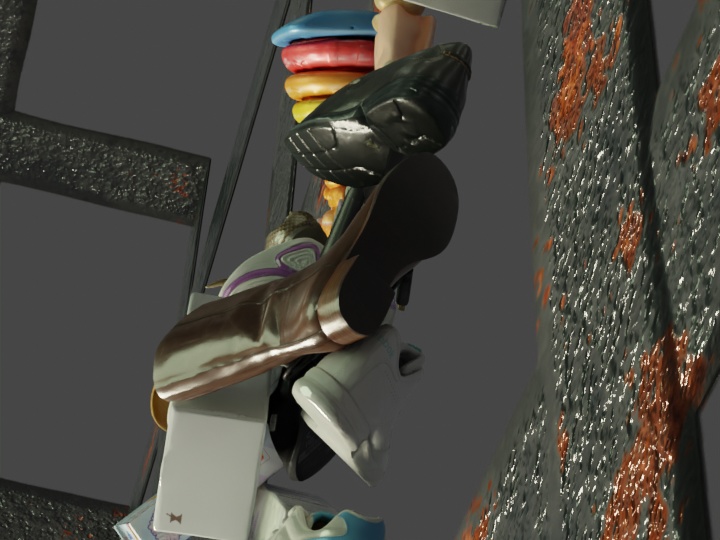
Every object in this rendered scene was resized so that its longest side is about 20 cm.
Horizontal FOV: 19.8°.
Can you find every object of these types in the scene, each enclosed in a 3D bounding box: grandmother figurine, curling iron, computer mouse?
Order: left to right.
[{"bbox_3d":[-0.030,0.029,1.589,0.049,0.025,0.202,29,101,59],"label":"curling iron"},{"bbox_3d":[-0.019,0.062,1.508,0.140,0.046,0.201,-44,-23,-24],"label":"computer mouse"},{"bbox_3d":[0.024,-0.123,1.632,0.122,0.060,0.202,76,-162,-64],"label":"grandmother figurine"}]

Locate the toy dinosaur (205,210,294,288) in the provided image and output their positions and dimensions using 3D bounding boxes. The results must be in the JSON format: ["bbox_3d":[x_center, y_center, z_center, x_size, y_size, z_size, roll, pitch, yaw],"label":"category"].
[{"bbox_3d":[-0.063,0.003,1.891,0.102,0.058,0.200,-61,-20,3],"label":"toy dinosaur"}]

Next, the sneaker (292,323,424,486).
[{"bbox_3d":[0.009,0.087,1.408,0.089,0.075,0.200,-46,-11,-10],"label":"sneaker"}]

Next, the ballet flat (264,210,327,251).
[{"bbox_3d":[-0.078,0.037,1.750,0.046,0.067,0.202,45,127,43],"label":"ballet flat"}]

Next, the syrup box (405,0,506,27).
[{"bbox_3d":[0.060,-0.240,1.468,0.200,0.081,0.079,-101,28,-71],"label":"syrup box"}]

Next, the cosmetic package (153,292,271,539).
[{"bbox_3d":[-0.105,0.104,1.522,0.200,0.070,0.102,-89,9,-67],"label":"cosmetic package"}]

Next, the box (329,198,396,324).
[{"bbox_3d":[0.000,0.000,1.645,0.200,0.041,0.039,-95,20,-67],"label":"box"}]

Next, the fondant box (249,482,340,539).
[{"bbox_3d":[-0.060,0.250,1.606,0.200,0.058,0.146,177,107,-83],"label":"fondant box"}]

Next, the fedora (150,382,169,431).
[{"bbox_3d":[-0.094,0.096,1.855,0.082,0.199,0.202,50,141,27],"label":"fedora"}]

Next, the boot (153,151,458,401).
[{"bbox_3d":[-0.041,0.007,1.405,0.199,0.064,0.187,-24,19,43],"label":"boot"}]

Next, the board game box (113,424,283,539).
[{"bbox_3d":[-0.109,0.167,1.711,0.199,0.041,0.200,-37,0,-12],"label":"board game box"}]

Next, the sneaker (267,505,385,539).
[{"bbox_3d":[-0.039,0.208,1.425,0.199,0.076,0.082,-14,60,59],"label":"sneaker"}]

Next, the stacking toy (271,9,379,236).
[{"bbox_3d":[-0.016,-0.120,1.803,0.110,0.115,0.202,175,94,-78],"label":"stacking toy"}]

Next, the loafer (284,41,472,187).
[{"bbox_3d":[0.017,-0.114,1.525,0.199,0.073,0.073,-12,39,53],"label":"loafer"}]

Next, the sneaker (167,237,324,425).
[{"bbox_3d":[-0.087,0.057,1.687,0.201,0.075,0.100,-56,-11,11],"label":"sneaker"}]
